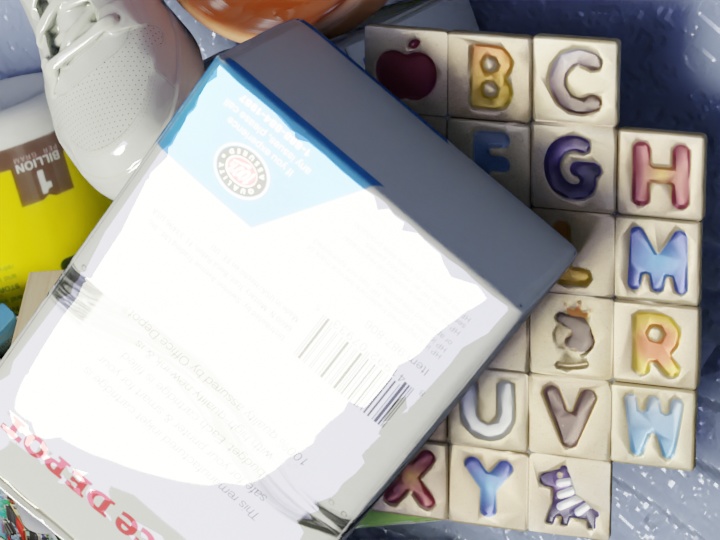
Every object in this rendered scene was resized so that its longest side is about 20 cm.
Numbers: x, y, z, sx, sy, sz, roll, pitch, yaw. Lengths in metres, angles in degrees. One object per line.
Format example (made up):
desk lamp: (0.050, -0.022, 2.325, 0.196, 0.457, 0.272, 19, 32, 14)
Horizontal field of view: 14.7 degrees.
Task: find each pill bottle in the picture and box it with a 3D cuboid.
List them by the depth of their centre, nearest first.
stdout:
pill bottle: (-0.148, 0.016, 1.294, 0.109, 0.109, 0.200, 0, 112, 43)

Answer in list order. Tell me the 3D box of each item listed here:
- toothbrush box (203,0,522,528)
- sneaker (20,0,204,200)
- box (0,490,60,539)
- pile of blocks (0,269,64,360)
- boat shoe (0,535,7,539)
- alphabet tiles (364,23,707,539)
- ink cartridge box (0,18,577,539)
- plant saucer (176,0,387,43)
toothbrush box: (0.000, 0.000, 1.163, 0.146, 0.086, 0.200, -11, 105, 43)
sneaker: (-0.132, -0.119, 1.138, 0.074, 0.116, 0.200, -38, 42, 16)
box: (-0.140, 0.177, 1.428, 0.110, 0.035, 0.200, -5, 108, 45)
pile of blocks: (-0.144, 0.050, 1.221, 0.200, 0.082, 0.062, 1, 153, 28)
boat shoe: (-0.171, 0.136, 1.199, 0.200, 0.060, 0.076, 23, 164, 39)
alphabet tiles: (0.050, 0.006, 1.074, 0.166, 0.006, 0.200, 6, 109, 19)
ink cartridge box: (-0.038, 0.029, 1.064, 0.145, 0.084, 0.200, 41, 115, 5)
plant saucer: (-0.028, -0.188, 1.096, 0.200, 0.032, 0.200, 6, 98, 48)
